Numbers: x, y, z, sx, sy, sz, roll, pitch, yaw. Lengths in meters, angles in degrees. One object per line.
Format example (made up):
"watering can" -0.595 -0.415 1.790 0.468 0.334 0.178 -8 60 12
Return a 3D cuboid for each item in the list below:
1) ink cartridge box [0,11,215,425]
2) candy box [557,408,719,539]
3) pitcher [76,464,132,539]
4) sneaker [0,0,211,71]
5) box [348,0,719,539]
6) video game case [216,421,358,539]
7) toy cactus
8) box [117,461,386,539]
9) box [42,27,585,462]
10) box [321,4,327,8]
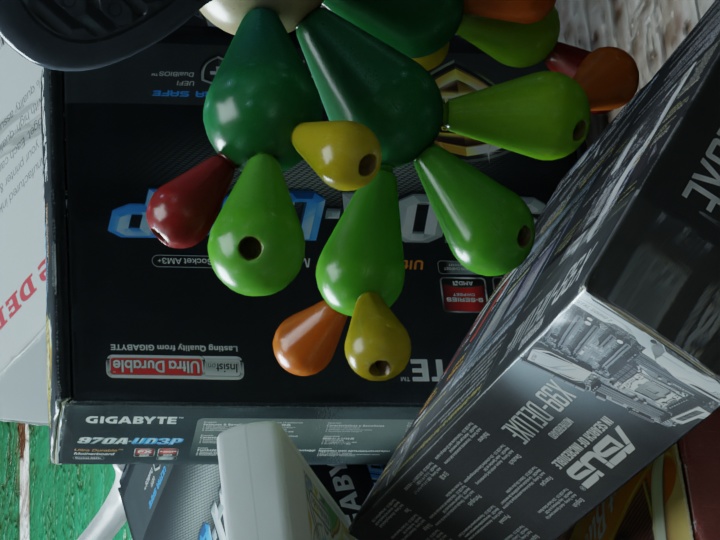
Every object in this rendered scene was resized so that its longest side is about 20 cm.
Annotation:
"ink cartridge box" -0.121 -0.054 0.978 0.145 0.083 0.201 -43 53 34
"candy box" 0.087 0.133 0.728 0.200 0.055 0.116 120 151 -52
"pitcher" -0.084 0.104 1.119 0.121 0.171 0.201 40 133 28
"sneaker" -0.038 -0.144 0.648 0.201 0.066 0.078 -58 17 2
"box" 0.080 -0.001 0.673 0.158 0.050 0.200 -57 2 -30
"video game case" 0.002 0.166 0.707 0.200 0.023 0.183 62 -162 -61
"toy cactus" -0.009 -0.062 0.696 0.165 0.200 0.102 49 140 1
"box" -0.038 0.100 0.919 0.200 0.046 0.160 117 140 -50
"box" -0.015 -0.011 0.833 0.046 0.198 0.160 109 159 -57
"box" -0.079 -0.044 1.123 0.156 0.041 0.200 -56 -1 24
